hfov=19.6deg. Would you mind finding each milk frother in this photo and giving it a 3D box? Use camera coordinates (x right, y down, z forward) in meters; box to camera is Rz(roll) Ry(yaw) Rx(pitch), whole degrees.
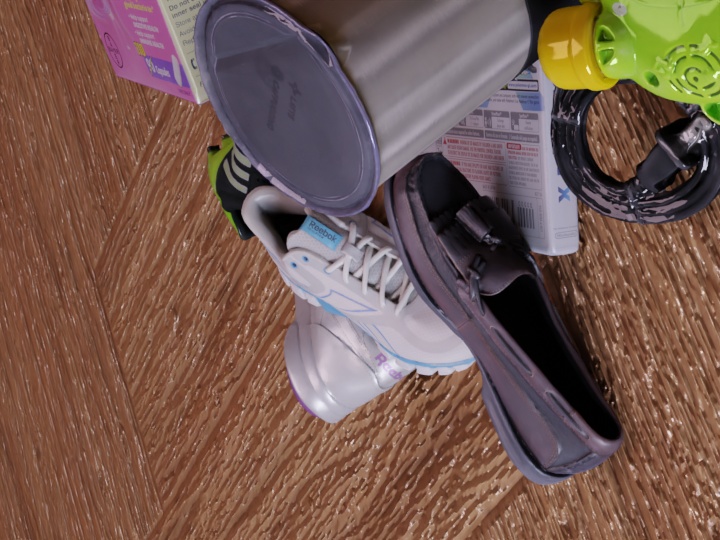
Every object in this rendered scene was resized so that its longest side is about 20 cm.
[{"bbox_3d":[0.056,-0.081,0.979,0.200,0.188,0.181,40,151,19],"label":"milk frother"}]

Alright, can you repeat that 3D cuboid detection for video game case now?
[{"bbox_3d":[0.066,-0.109,1.221,0.200,0.022,0.183,-166,70,-65],"label":"video game case"}]

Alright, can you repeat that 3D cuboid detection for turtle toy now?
[{"bbox_3d":[0.155,-0.163,0.908,0.146,0.101,0.200,0,98,35],"label":"turtle toy"}]

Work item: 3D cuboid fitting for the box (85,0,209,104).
[{"bbox_3d":[-0.139,-0.233,1.455,0.176,0.097,0.200,25,139,62],"label":"box"}]

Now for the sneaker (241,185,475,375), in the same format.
[{"bbox_3d":[0.000,0.000,1.256,0.200,0.087,0.075,23,79,40],"label":"sneaker"}]

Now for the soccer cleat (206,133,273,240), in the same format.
[{"bbox_3d":[-0.059,-0.079,1.461,0.081,0.067,0.200,69,160,9],"label":"soccer cleat"}]

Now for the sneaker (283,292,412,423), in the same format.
[{"bbox_3d":[-0.003,0.000,1.365,0.100,0.075,0.200,-27,54,26],"label":"sneaker"}]

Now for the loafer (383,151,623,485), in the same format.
[{"bbox_3d":[0.084,0.020,1.146,0.063,0.072,0.200,-26,91,50],"label":"loafer"}]
